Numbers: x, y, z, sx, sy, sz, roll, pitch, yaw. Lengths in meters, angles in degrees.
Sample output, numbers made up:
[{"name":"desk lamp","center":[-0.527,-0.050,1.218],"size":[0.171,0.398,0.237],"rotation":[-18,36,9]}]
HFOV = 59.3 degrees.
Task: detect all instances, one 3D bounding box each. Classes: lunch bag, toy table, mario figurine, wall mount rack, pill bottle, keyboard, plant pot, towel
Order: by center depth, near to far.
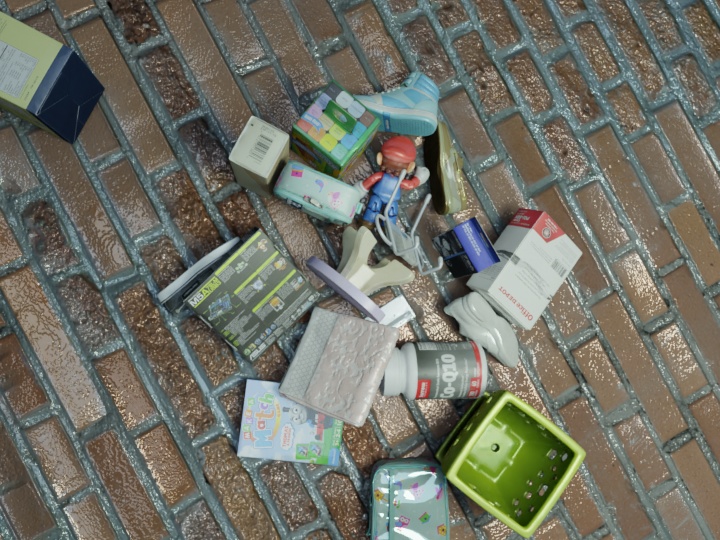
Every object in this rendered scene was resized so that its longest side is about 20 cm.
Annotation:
[{"name":"lunch bag","center":[-0.079,-0.140,1.202],"size":[0.160,0.200,0.077],"rotation":[26,92,-7]},{"name":"towel","center":[-0.043,0.178,1.215],"size":[0.191,0.032,0.200],"rotation":[14,69,25]},{"name":"plant pot","center":[0.273,0.356,1.225],"size":[0.200,0.181,0.199],"rotation":[38,82,-2]},{"name":"toy table","center":[0.000,0.000,1.229],"size":[0.200,0.184,0.117],"rotation":[39,82,21]},{"name":"wall mount rack","center":[0.100,-0.090,1.243],"size":[0.075,0.200,0.174],"rotation":[-23,61,22]},{"name":"lunch bag","center":[0.091,0.476,1.248],"size":[0.160,0.077,0.200],"rotation":[0,86,-7]},{"name":"pill bottle","center":[0.139,0.199,1.254],"size":[0.200,0.114,0.114],"rotation":[-1,86,-6]},{"name":"keyboard","center":[0.017,0.125,1.300],"size":[0.200,0.011,0.056],"rotation":[-33,85,-8]},{"name":"mario figurine","center":[0.062,-0.178,1.305],"size":[0.123,0.106,0.200],"rotation":[13,96,-41]}]

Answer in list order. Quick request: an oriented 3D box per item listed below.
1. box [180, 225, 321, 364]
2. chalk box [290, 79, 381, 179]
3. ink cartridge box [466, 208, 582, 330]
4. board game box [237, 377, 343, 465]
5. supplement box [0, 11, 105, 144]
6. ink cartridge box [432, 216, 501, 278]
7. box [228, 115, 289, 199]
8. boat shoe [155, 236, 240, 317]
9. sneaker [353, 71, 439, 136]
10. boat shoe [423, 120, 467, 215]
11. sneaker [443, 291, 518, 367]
[{"name":"box","center":[-0.208,0.050,1.227],"size":[0.200,0.048,0.193],"rotation":[-45,113,-7]},{"name":"chalk box","center":[-0.050,-0.268,1.222],"size":[0.125,0.200,0.124],"rotation":[39,83,-2]},{"name":"ink cartridge box","center":[0.332,-0.003,1.282],"size":[0.147,0.083,0.200],"rotation":[40,82,-27]},{"name":"board game box","center":[-0.135,0.300,1.256],"size":[0.200,0.037,0.151],"rotation":[7,85,-5]},{"name":"supplement box","center":[-0.619,-0.359,1.165],"size":[0.200,0.200,0.134],"rotation":[27,83,-5]},{"name":"ink cartridge box","center":[0.202,-0.041,1.234],"size":[0.039,0.200,0.100],"rotation":[-30,89,-11]},{"name":"box","center":[-0.189,-0.209,1.202],"size":[0.078,0.200,0.095],"rotation":[27,84,-4]},{"name":"boat shoe","center":[-0.303,0.014,1.239],"size":[0.199,0.074,0.068],"rotation":[-39,97,-5]},{"name":"sneaker","center":[0.069,-0.358,1.311],"size":[0.200,0.080,0.131],"rotation":[13,70,4]},{"name":"boat shoe","center":[0.180,-0.213,1.315],"size":[0.066,0.074,0.200],"rotation":[-4,85,-23]},{"name":"sneaker","center":[0.249,0.127,1.299],"size":[0.200,0.088,0.075],"rotation":[50,40,-21]}]
